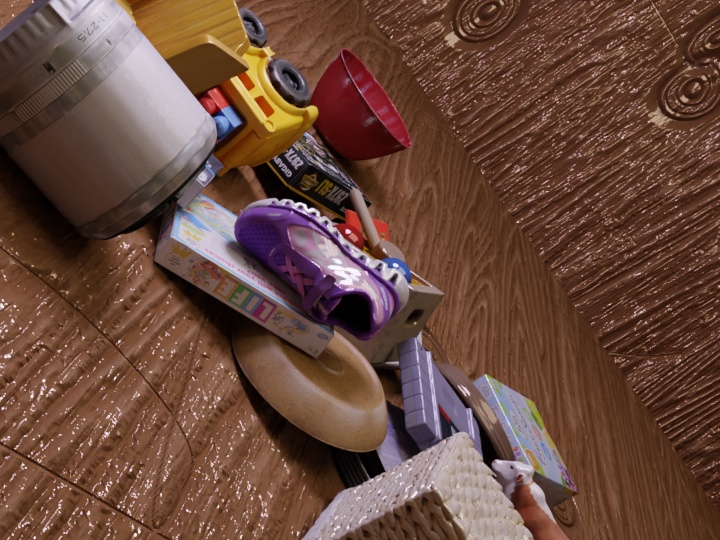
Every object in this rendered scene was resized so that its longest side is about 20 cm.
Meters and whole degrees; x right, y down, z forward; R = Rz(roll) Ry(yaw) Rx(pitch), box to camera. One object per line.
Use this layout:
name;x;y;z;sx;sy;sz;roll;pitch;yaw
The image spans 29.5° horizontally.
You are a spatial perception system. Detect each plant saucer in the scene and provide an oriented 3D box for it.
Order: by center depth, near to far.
plant saucer;-0.043;0.106;1.444;0.200;0.035;0.200;33;22;-15
plant saucer;0.145;0.202;1.804;0.200;0.029;0.200;55;-14;21

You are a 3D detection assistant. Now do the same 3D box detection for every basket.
basket;0.067;0.285;1.289;0.199;0.160;0.200;57;16;-1

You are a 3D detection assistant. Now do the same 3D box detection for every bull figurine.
bull figurine;0.202;0.331;1.697;0.200;0.121;0.065;54;14;-10

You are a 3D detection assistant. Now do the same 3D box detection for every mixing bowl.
mixing bowl;-0.014;-0.260;2.292;0.200;0.108;0.200;51;16;-21

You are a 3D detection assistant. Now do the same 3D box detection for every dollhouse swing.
dollhouse swing;-0.251;-0.320;1.574;0.176;0.181;0.201;64;4;-50

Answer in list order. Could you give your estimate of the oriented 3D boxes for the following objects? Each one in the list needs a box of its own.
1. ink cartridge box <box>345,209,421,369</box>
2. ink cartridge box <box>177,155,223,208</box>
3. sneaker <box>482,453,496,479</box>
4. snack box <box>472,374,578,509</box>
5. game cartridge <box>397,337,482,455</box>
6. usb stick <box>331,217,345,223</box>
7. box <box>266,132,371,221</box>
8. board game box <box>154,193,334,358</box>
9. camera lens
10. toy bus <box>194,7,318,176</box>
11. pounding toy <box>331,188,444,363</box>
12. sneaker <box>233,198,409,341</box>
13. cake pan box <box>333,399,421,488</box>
ink cartridge box;0.033;0.028;1.791;0.162;0.057;0.201;15;75;-68
ink cartridge box;-0.234;-0.154;1.423;0.200;0.039;0.100;42;18;-8
sneaker;0.138;0.249;1.765;0.200;0.070;0.090;53;18;-3
snack box;0.236;0.262;2.062;0.200;0.068;0.169;30;30;-56
game cartridge;0.100;0.184;1.607;0.200;0.038;0.130;54;19;-44
usb stick;-0.009;0.002;1.898;0.055;0.033;0.200;45;19;-39
box;-0.083;-0.154;1.906;0.160;0.049;0.200;48;9;27
board game box;-0.118;-0.002;1.439;0.200;0.034;0.135;33;22;-17
camera lens;-0.238;-0.140;1.212;0.200;0.160;0.160;51;16;-20
toy bus;-0.178;-0.217;1.677;0.200;0.136;0.192;54;30;0
pounding toy;0.000;0.000;1.632;0.184;0.143;0.200;35;7;15
sneaker;-0.044;0.004;1.407;0.200;0.081;0.089;32;40;-9
cake pan box;0.041;0.231;1.538;0.200;0.052;0.185;31;27;-59
